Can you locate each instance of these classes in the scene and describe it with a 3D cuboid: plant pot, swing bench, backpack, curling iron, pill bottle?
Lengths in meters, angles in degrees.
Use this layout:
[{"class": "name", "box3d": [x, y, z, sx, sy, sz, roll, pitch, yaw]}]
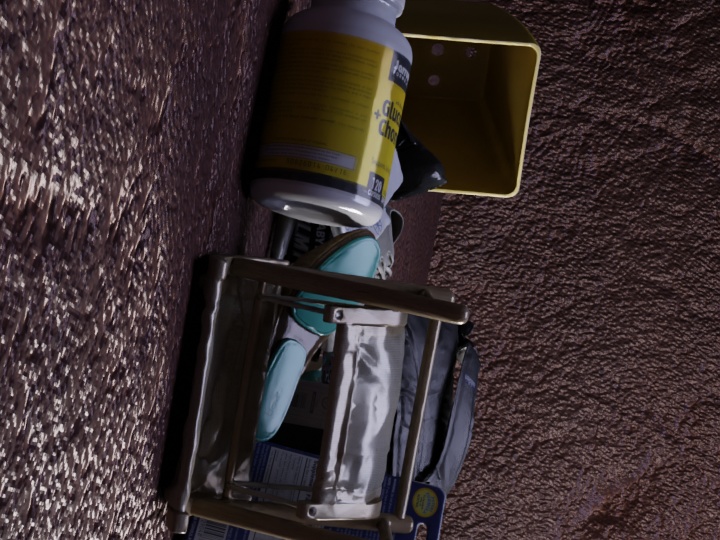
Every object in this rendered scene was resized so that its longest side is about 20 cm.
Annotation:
[{"class": "plant pot", "box3d": [0.095, -0.225, 1.982, 0.177, 0.198, 0.202, -91, -174, -56]}, {"class": "swing bench", "box3d": [-0.036, 0.101, 1.260, 0.130, 0.198, 0.201, -122, -138, -85]}, {"class": "backpack", "box3d": [0.030, 0.138, 1.664, 0.166, 0.126, 0.202, 12, 75, -42]}, {"class": "curling iron", "box3d": [-0.050, -0.098, 1.527, 0.050, 0.025, 0.202, 71, 29, -64]}, {"class": "pill bottle", "box3d": [-0.019, -0.143, 1.355, 0.112, 0.111, 0.202, 62, 39, -80]}]

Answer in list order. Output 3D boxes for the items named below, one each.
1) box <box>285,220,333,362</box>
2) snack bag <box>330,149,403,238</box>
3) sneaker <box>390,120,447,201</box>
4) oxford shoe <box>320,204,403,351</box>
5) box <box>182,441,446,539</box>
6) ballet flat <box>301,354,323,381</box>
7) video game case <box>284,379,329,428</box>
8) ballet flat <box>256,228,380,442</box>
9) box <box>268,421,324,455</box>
[{"class": "box", "box3d": [-0.035, -0.047, 1.670, 0.199, 0.049, 0.202, -69, 168, -55]}, {"class": "snack bag", "box3d": [-0.005, -0.124, 1.547, 0.200, 0.021, 0.190, -56, 134, -59]}, {"class": "sneaker", "box3d": [0.025, -0.130, 1.757, 0.200, 0.075, 0.092, 31, -44, 59]}, {"class": "oxford shoe", "box3d": [0.000, 0.000, 1.596, 0.201, 0.057, 0.076, -69, 171, -47]}, {"class": "box", "box3d": [-0.036, 0.206, 1.338, 0.033, 0.198, 0.122, 105, -1, -50]}, {"class": "ballet flat", "box3d": [-0.037, 0.128, 1.864, 0.200, 0.067, 0.071, 5, 81, -86]}, {"class": "video game case", "box3d": [-0.049, 0.208, 1.590, 0.018, 0.142, 0.202, 16, 83, -50]}, {"class": "ballet flat", "box3d": [-0.060, 0.046, 1.369, 0.068, 0.072, 0.201, 35, 81, -42]}, {"class": "box", "box3d": [-0.076, 0.251, 1.424, 0.149, 0.123, 0.201, 92, 10, -46]}]
